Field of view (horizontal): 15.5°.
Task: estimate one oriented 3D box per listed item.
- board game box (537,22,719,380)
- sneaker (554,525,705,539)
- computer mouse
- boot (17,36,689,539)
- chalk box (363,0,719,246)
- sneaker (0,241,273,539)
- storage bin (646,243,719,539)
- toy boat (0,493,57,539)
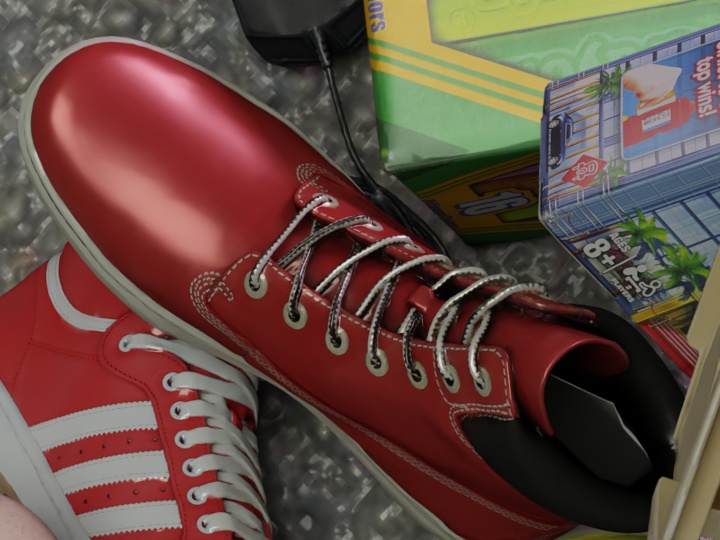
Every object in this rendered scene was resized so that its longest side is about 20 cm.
[{"bbox_3d":[0.184,-0.015,0.685,0.200,0.200,0.062,-31,31,28],"label":"board game box"},{"bbox_3d":[0.016,0.134,0.783,0.200,0.076,0.075,-40,75,5],"label":"sneaker"},{"bbox_3d":[-0.004,-0.062,0.851,0.058,0.034,0.201,-18,83,19],"label":"computer mouse"},{"bbox_3d":[0.000,0.000,0.712,0.200,0.144,0.073,40,75,-8],"label":"boot"},{"bbox_3d":[0.107,-0.091,0.776,0.199,0.124,0.125,-10,78,12],"label":"chalk box"},{"bbox_3d":[-0.045,0.052,0.798,0.112,0.071,0.200,-44,54,2],"label":"sneaker"},{"bbox_3d":[0.185,0.007,0.594,0.199,0.094,0.199,16,121,0],"label":"storage bin"},{"bbox_3d":[-0.124,0.166,0.744,0.130,0.200,0.131,-23,50,-20],"label":"toy boat"}]
